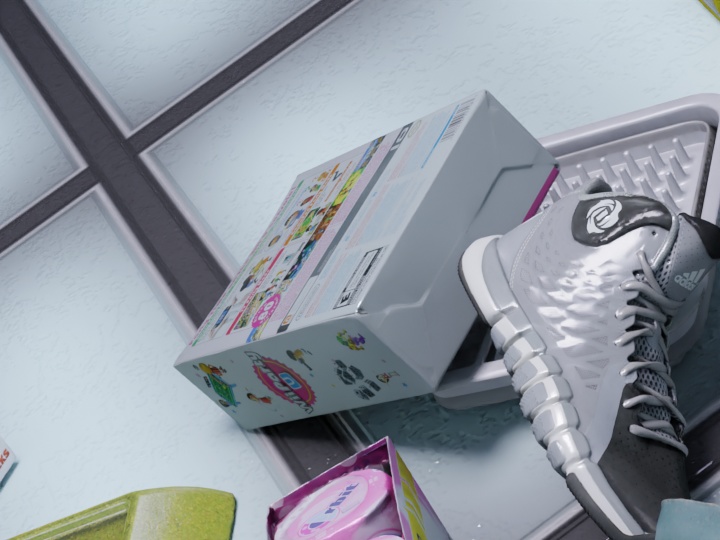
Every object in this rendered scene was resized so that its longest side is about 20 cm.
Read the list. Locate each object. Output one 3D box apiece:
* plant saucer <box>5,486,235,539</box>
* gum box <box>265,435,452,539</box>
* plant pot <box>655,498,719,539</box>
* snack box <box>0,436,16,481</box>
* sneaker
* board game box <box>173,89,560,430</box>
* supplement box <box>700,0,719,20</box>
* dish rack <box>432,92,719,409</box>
[{"bbox_3d":[-0.170,0.197,1.031,0.199,0.048,0.200,-22,32,19],"label":"plant saucer"},{"bbox_3d":[0.018,0.161,0.790,0.066,0.114,0.200,-30,15,6],"label":"gum box"},{"bbox_3d":[0.171,0.169,0.632,0.200,0.200,0.135,10,78,50],"label":"plant pot"},{"bbox_3d":[-0.306,0.143,1.261,0.199,0.024,0.072,-9,37,36],"label":"snack box"},{"bbox_3d":[0.126,0.032,0.898,0.115,0.075,0.201,-37,52,13],"label":"sneaker"},{"bbox_3d":[0.000,0.000,1.068,0.200,0.064,0.148,-17,36,57],"label":"board game box"},{"bbox_3d":[0.235,-0.207,1.145,0.109,0.109,0.200,-31,30,5],"label":"supplement box"},{"bbox_3d":[0.117,-0.005,1.050,0.171,0.044,0.201,-16,35,30],"label":"dish rack"}]
